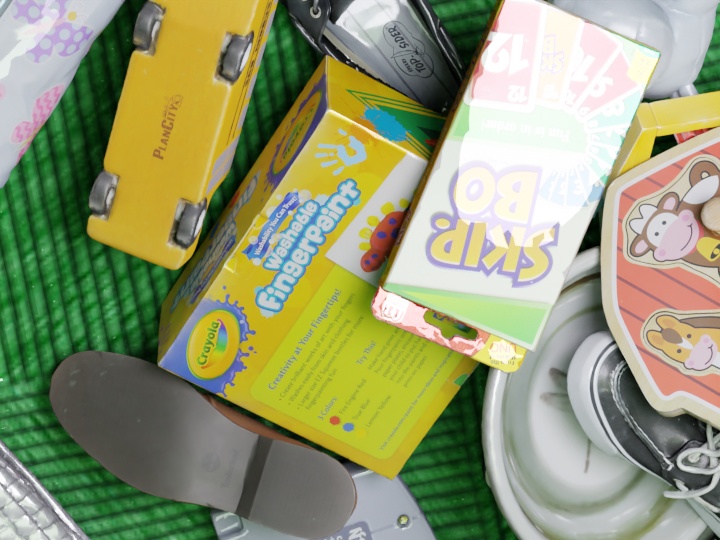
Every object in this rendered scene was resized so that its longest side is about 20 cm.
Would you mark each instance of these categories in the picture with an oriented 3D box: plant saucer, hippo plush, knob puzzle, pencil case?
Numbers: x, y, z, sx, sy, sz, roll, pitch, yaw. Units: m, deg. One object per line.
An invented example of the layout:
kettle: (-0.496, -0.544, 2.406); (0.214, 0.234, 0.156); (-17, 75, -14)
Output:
plant saucer: (0.142, 0.082, 1.694); (0.199, 0.050, 0.201); (-4, 96, -33)
hippo plush: (0.169, -0.187, 1.669); (0.200, 0.159, 0.161); (-5, 135, -51)
knob puzzle: (0.217, -0.006, 1.605); (0.219, 0.220, 0.030); (-40, 150, 3)
pencil case: (-0.188, -0.143, 1.621); (0.083, 0.091, 0.200); (36, 100, 8)

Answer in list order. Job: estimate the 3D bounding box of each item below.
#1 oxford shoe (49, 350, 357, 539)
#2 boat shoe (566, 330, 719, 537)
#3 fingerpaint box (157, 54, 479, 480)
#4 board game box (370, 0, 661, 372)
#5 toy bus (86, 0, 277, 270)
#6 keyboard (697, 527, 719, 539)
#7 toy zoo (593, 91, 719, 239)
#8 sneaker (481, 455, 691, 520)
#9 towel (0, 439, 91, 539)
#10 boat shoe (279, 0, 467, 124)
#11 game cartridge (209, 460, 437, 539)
oxford shoe: (-0.095, 0.109, 1.720); (0.199, 0.071, 0.072); (26, 89, 6)
boat shoe: (0.201, 0.105, 1.665); (0.199, 0.068, 0.074); (47, 69, -28)
fingerpaint box: (0.000, 0.000, 1.681); (0.166, 0.073, 0.200); (26, 118, -16)
board game box: (0.085, -0.048, 1.598); (0.095, 0.030, 0.201); (22, 97, -7)
toy bus: (-0.098, -0.106, 1.639); (0.065, 0.078, 0.201); (20, 116, 5)
keyboard: (0.265, 0.193, 1.838); (0.127, 0.021, 0.200); (41, 96, -18)
toy zoo: (0.219, -0.062, 1.707); (0.199, 0.021, 0.131); (-10, 146, -13)
sneaker: (0.176, 0.125, 1.759); (0.199, 0.083, 0.072); (-2, 131, -10)
towel: (-0.238, 0.199, 1.719); (0.165, 0.086, 0.200); (-40, 107, 1)
boat shoe: (-0.002, -0.156, 1.663); (0.074, 0.066, 0.200); (-36, 109, 0)
game cartridge: (-0.004, 0.218, 1.789); (0.132, 0.041, 0.201); (-16, 108, -1)
